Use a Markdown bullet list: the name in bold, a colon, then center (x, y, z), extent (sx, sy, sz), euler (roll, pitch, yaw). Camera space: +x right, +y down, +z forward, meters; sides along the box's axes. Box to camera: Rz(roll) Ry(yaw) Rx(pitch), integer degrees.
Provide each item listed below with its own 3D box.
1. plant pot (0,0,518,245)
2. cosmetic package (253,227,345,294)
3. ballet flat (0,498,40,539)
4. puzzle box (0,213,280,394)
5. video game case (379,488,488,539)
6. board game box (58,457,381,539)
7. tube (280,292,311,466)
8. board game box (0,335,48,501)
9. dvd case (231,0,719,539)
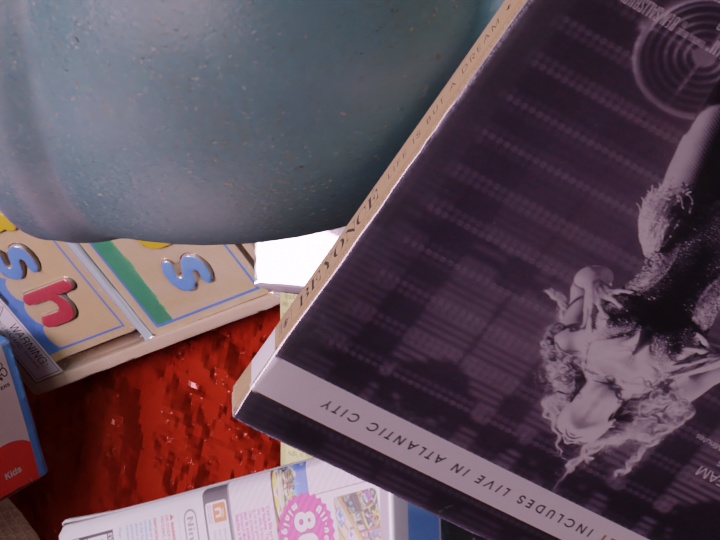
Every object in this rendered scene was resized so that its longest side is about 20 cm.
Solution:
- **plant pot**: center (-0.001, -0.096, 0.608), extent (0.134, 0.200, 0.201), euler (10, 94, 14)
- **cosmetic package**: center (0.075, -0.011, 0.681), extent (0.199, 0.082, 0.051), euler (4, 90, 32)
- **ballet flat**: center (-0.128, 0.160, 0.876), extent (0.067, 0.062, 0.201), euler (-28, 69, 16)
- **puzzle box**: center (-0.120, -0.053, 0.829), extent (0.133, 0.025, 0.200), euler (-21, 116, 38)
- **video game case**: center (0.077, 0.117, 0.638), extent (0.017, 0.142, 0.201), euler (128, 142, -76)
- **board game box**: center (0.006, 0.127, 0.732), extent (0.200, 0.064, 0.148), euler (-17, 78, 41)
- **tube**: center (0.000, 0.000, 0.793), extent (0.058, 0.052, 0.201), euler (-177, 84, -80)
- **board game box**: center (-0.250, 0.071, 0.890), extent (0.200, 0.196, 0.056), euler (14, 125, 46)
- **dvd case**: center (0.084, -0.011, 0.567), extent (0.200, 0.148, 0.016), euler (-55, 21, 24)
